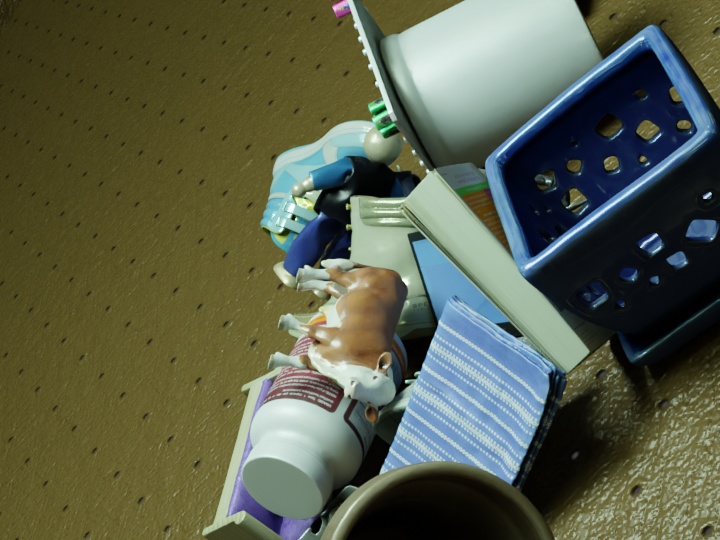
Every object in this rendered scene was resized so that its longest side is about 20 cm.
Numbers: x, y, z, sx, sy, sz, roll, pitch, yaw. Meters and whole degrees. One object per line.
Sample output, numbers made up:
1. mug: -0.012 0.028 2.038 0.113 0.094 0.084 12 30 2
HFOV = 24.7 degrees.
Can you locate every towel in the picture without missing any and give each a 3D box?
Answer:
1. towel: 0.089 0.138 1.400 0.145 0.024 0.200 36 113 40

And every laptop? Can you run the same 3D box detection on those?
1. laptop: 0.097 0.062 1.538 0.177 0.103 0.200 -11 46 50

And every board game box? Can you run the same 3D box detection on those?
1. board game box: 0.036 -0.176 1.712 0.026 0.200 0.200 -26 55 11

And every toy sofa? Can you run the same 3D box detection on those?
1. toy sofa: -0.079 0.193 1.649 0.097 0.083 0.200 -28 34 36

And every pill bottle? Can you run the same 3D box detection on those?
1. pill bottle: -0.038 0.139 1.592 0.113 0.113 0.200 -22 27 40

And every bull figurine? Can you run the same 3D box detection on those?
1. bull figurine: -0.015 0.060 1.542 0.200 0.121 0.065 -71 -5 -54

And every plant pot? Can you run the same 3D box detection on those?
1. plant pot: 0.244 -0.052 1.388 0.200 0.180 0.200 -38 30 18
2. plant pot: 0.038 0.255 1.320 0.200 0.200 0.175 -58 12 -17

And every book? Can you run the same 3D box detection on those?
1. book: 0.138 -0.008 1.419 0.048 0.200 0.134 -47 -10 23

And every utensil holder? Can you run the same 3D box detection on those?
1. utensil holder: 0.146 -0.208 1.700 0.200 0.170 0.170 -26 33 12

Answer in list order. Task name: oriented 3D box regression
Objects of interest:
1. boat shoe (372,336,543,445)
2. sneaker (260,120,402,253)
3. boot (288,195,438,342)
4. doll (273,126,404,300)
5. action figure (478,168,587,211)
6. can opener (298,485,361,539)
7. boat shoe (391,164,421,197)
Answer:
1. boat shoe: 0.091 0.114 1.475 0.202 0.074 0.065 -32 22 45
2. sneaker: -0.035 -0.081 1.807 0.200 0.079 0.131 -22 45 51
3. boot: 0.000 0.000 1.710 0.200 0.072 0.155 -5 88 46
4. doll: -0.018 -0.066 1.744 0.200 0.136 0.048 -58 32 20
5. action figure: 0.142 -0.044 1.597 0.200 0.102 0.119 -5 95 58
6. can opener: -0.052 0.285 1.549 0.200 0.053 0.067 -48 -4 2
7. boat shoe: 0.026 -0.088 1.872 0.093 0.075 0.200 -38 38 11
